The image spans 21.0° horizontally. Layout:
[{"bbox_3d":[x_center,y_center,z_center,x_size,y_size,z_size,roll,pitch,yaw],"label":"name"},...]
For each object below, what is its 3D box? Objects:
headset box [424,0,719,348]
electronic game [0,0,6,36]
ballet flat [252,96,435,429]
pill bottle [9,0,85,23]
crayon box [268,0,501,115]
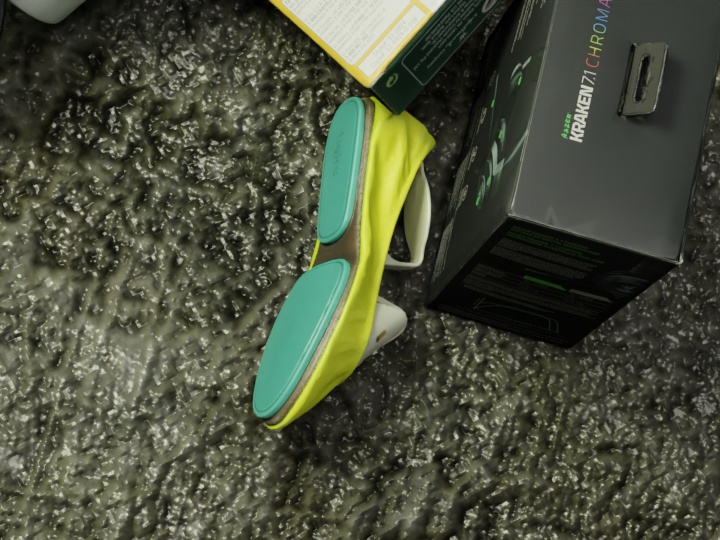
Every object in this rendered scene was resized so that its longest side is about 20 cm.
[{"bbox_3d":[0.115,-0.072,1.029,0.093,0.200,0.175,16,72,-6],"label":"headset box"},{"bbox_3d":[-0.282,-0.150,0.996,0.200,0.200,0.042,13,31,-7],"label":"electronic game"},{"bbox_3d":[0.000,0.000,1.062,0.067,0.067,0.200,25,68,-26],"label":"ballet flat"},{"bbox_3d":[-0.122,-0.231,1.033,0.200,0.114,0.114,-39,84,14],"label":"pill bottle"},{"bbox_3d":[-0.010,-0.197,1.073,0.126,0.052,0.200,-47,65,3],"label":"crayon box"}]
